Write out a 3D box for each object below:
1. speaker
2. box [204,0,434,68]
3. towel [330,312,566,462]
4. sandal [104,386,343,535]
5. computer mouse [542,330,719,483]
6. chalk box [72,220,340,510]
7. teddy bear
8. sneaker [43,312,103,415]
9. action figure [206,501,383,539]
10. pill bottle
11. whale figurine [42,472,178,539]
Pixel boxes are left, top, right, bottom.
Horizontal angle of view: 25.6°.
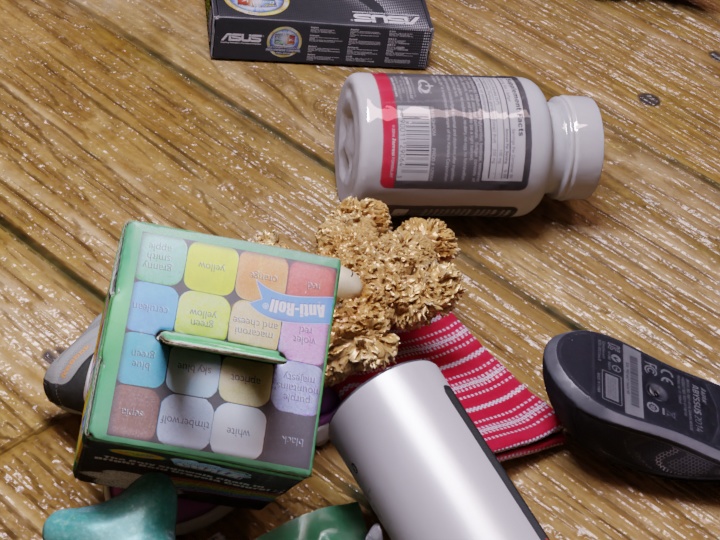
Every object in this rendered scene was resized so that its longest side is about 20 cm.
[{"bbox_3d":[0.061,0.154,0.922,0.081,0.081,0.201,-17,59,-29],"label":"speaker"},{"bbox_3d":[-0.043,-0.250,1.452,0.198,0.045,0.161,2,39,-10],"label":"box"},{"bbox_3d":[0.034,0.061,1.087,0.144,0.023,0.200,-9,42,-39],"label":"towel"},{"bbox_3d":[-0.082,0.099,1.014,0.082,0.050,0.202,35,44,27],"label":"sandal"},{"bbox_3d":[0.204,0.110,1.067,0.199,0.053,0.139,25,37,-5],"label":"computer mouse"},{"bbox_3d":[-0.086,0.053,0.882,0.124,0.200,0.125,12,72,-11],"label":"chalk box"},{"bbox_3d":[0.000,0.000,1.075,0.145,0.067,0.200,33,35,22],"label":"teddy bear"},{"bbox_3d":[-0.134,0.037,1.064,0.079,0.075,0.200,0,22,34],"label":"sneaker"},{"bbox_3d":[-0.078,0.191,0.906,0.198,0.055,0.119,-8,45,-15],"label":"action figure"},{"bbox_3d":[0.085,-0.097,1.242,0.198,0.111,0.111,0,40,-13],"label":"pill bottle"},{"bbox_3d":[-0.095,0.197,0.809,0.158,0.104,0.201,-20,71,-16],"label":"whale figurine"}]
